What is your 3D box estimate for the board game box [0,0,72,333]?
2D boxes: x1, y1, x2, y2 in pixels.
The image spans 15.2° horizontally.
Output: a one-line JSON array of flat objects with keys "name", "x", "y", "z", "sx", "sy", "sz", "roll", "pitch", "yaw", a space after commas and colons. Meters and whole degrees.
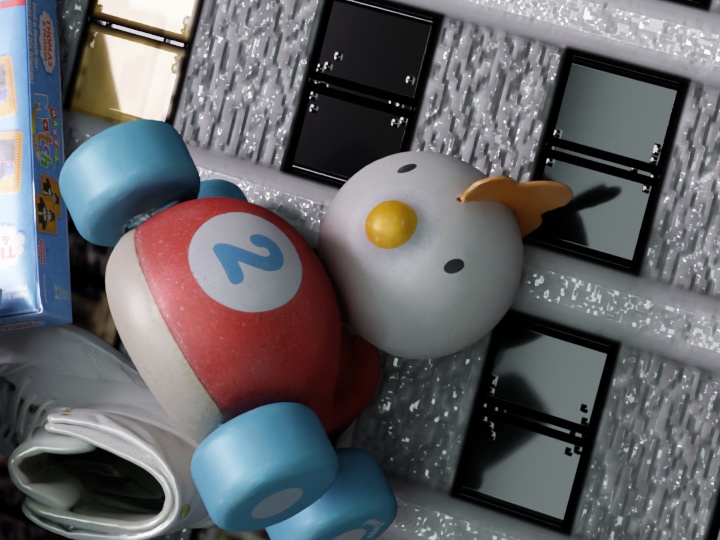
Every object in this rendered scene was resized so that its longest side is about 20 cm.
[{"name": "board game box", "x": -0.221, "y": -0.063, "z": 1.350, "sx": 0.151, "sy": 0.037, "sz": 0.201, "roll": -9, "pitch": 76, "yaw": 22}]

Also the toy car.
[{"name": "toy car", "x": 0.000, "y": 0.000, "z": 1.218, "sx": 0.200, "sy": 0.177, "sz": 0.185, "roll": -30, "pitch": 67, "yaw": 7}]

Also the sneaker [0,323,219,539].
[{"name": "sneaker", "x": -0.149, "y": 0.073, "z": 1.297, "sx": 0.199, "sy": 0.115, "sz": 0.074, "roll": 19, "pitch": 99, "yaw": 23}]

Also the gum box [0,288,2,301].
[{"name": "gum box", "x": -0.229, "y": 0.122, "z": 1.256, "sx": 0.044, "sy": 0.200, "sz": 0.170, "roll": 23, "pitch": 130, "yaw": -20}]
